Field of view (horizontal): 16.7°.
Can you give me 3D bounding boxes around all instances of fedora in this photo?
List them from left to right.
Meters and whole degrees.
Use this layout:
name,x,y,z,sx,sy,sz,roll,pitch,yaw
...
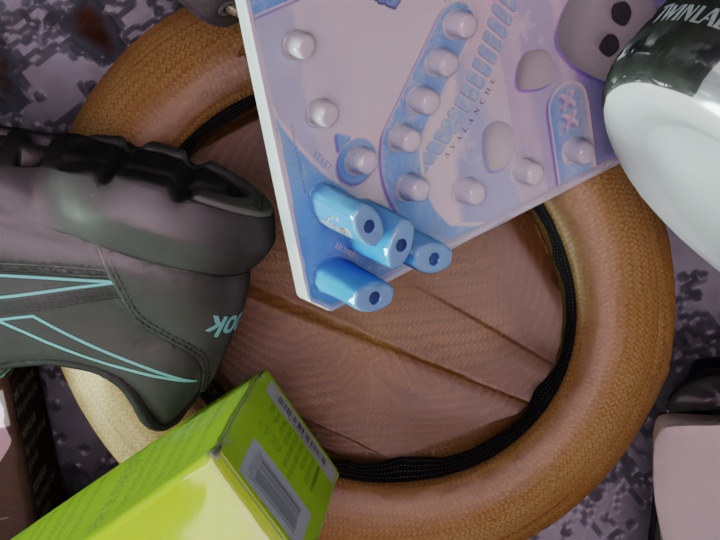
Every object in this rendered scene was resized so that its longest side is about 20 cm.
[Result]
name,x,y,z,sx,sy,sz,roll,pitch,yaw
fedora,0.000,0.000,0.786,0.201,0.082,0.201,0,96,4

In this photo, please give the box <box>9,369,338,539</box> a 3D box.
name,x,y,z,sx,sy,sz,roll,pitch,yaw
box,-0.102,0.110,0.702,0.200,0.122,0.048,-35,95,8

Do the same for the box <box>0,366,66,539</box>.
name,x,y,z,sx,sy,sz,roll,pitch,yaw
box,-0.157,0.032,0.793,0.100,0.075,0.200,-11,97,1

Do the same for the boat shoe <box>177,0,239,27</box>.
name,x,y,z,sx,sy,sz,roll,pitch,yaw
boat shoe,-0.041,-0.115,0.727,0.200,0.075,0.073,5,116,9

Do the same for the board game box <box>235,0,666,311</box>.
name,x,y,z,sx,sy,sz,roll,pitch,yaw
board game box,0.053,-0.110,0.676,0.200,0.026,0.200,-27,122,-27

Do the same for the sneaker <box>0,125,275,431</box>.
name,x,y,z,sx,sy,sz,roll,pitch,yaw
sneaker,-0.128,-0.012,0.714,0.200,0.075,0.079,17,106,1

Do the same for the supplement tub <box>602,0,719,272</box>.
name,x,y,z,sx,sy,sz,roll,pitch,yaw
supplement tub,0.171,-0.082,0.681,0.123,0.123,0.200,44,78,-7

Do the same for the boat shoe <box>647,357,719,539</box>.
name,x,y,z,sx,sy,sz,roll,pitch,yaw
boat shoe,0.131,0.121,0.798,0.075,0.093,0.200,3,103,13
